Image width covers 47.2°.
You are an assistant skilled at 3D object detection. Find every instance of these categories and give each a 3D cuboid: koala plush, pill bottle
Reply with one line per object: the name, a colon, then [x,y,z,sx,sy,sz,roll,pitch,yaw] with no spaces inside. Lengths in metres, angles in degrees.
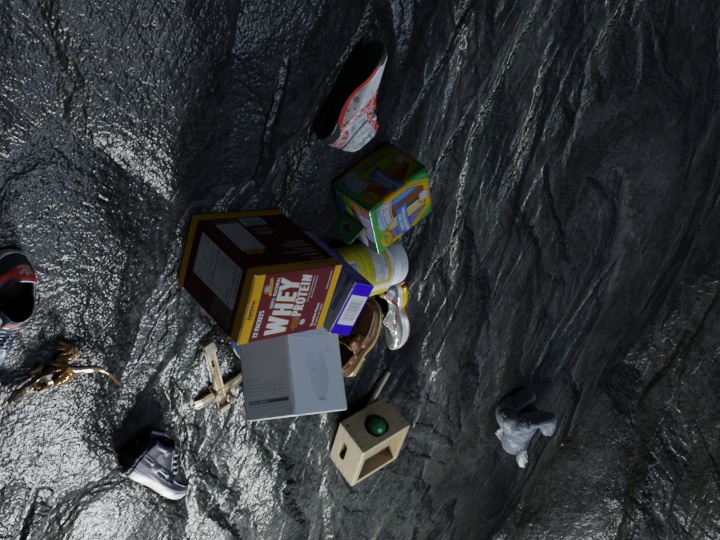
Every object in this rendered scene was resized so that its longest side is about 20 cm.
koala plush: [0.514,0.526,2.701,0.180,0.178,0.204,-13,131,-26]
pill bottle: [0.000,0.000,1.710,0.197,0.114,0.116,-15,131,-40]

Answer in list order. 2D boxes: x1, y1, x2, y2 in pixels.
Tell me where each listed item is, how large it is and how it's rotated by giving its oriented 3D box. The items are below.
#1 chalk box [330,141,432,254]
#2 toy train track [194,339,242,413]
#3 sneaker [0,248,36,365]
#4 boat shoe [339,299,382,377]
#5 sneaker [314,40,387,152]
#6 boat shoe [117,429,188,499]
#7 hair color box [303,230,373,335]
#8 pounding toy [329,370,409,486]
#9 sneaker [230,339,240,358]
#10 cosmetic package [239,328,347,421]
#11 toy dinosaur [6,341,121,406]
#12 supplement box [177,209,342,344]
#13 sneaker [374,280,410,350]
chalk box: [0.028,-0.132,1.620,0.199,0.124,0.125,-38,143,-20]
toy train track: [-0.283,0.221,1.646,0.114,0.032,0.203,-32,138,-27]
sneaker: [-0.524,0.074,1.208,0.074,0.084,0.204,-3,122,-46]
boat shoe: [-0.012,0.158,1.866,0.067,0.072,0.203,-2,123,-49]
sneaker: [0.004,-0.310,1.494,0.107,0.067,0.204,16,111,-53]
boat shoe: [-0.383,0.385,1.635,0.093,0.075,0.200,-43,144,0]
hair color box: [-0.076,0.019,1.565,0.064,0.199,0.111,12,112,-49]
pounding toy: [0.025,0.396,2.080,0.182,0.142,0.203,-23,146,-33]
sneaker: [-0.201,0.185,1.661,0.075,0.088,0.203,-32,137,-20]
cosmetic package: [-0.132,0.180,1.602,0.198,0.120,0.206,12,70,-62]
toy dinosaur: [-0.489,0.167,1.367,0.197,0.061,0.107,-12,153,-36]
supplement box: [-0.177,0.004,1.439,0.194,0.199,0.135,-8,127,-44]
sneaker: [0.063,0.101,1.909,0.081,0.077,0.204,-25,127,-26]
